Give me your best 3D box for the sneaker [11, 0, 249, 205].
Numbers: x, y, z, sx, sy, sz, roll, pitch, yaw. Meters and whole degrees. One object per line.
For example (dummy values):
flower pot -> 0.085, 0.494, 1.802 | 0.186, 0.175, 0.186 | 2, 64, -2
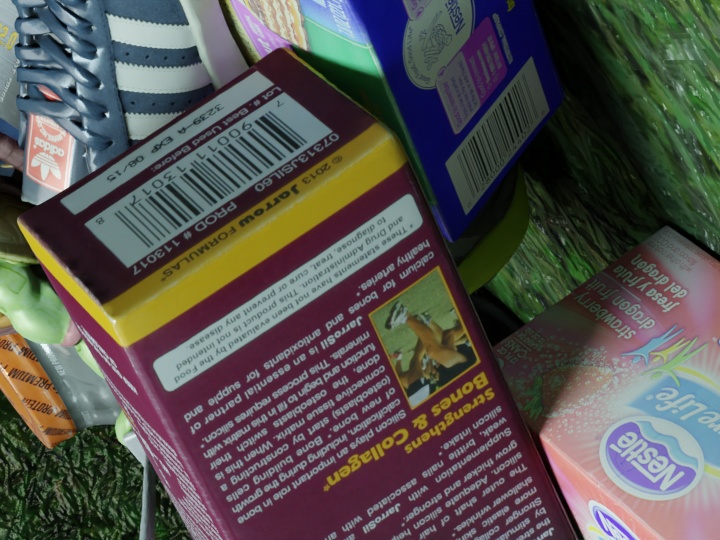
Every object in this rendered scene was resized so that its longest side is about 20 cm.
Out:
sneaker -> -0.091, -0.066, 0.974 | 0.075, 0.085, 0.200 | 29, 162, 37

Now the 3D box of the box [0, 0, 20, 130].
box -> -0.090, -0.068, 1.206 | 0.199, 0.049, 0.158 | 24, -175, -42

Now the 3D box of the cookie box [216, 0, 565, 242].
cookie box -> -0.040, -0.120, 1.009 | 0.199, 0.075, 0.171 | 33, 165, 27

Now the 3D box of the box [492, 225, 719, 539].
box -> 0.134, 0.082, 0.969 | 0.200, 0.094, 0.103 | 41, 161, 53

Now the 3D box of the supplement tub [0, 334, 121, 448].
supplement tub -> -0.105, -0.006, 1.473 | 0.123, 0.200, 0.123 | 51, 170, 13

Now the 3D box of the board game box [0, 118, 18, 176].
board game box -> -0.195, -0.104, 1.318 | 0.200, 0.035, 0.136 | 44, -174, -36

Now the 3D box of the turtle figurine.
turtle figurine -> -0.132, 0.040, 1.095 | 0.194, 0.143, 0.201 | -19, -95, -64

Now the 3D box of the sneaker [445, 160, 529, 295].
sneaker -> 0.000, 0.000, 1.086 | 0.073, 0.200, 0.081 | 21, 144, 18

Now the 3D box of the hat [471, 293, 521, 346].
hat -> 0.037, 0.058, 1.320 | 0.201, 0.199, 0.081 | 44, 125, 46

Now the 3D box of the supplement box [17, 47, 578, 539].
supplement box -> -0.016, 0.044, 0.969 | 0.086, 0.110, 0.201 | 41, 161, 53
